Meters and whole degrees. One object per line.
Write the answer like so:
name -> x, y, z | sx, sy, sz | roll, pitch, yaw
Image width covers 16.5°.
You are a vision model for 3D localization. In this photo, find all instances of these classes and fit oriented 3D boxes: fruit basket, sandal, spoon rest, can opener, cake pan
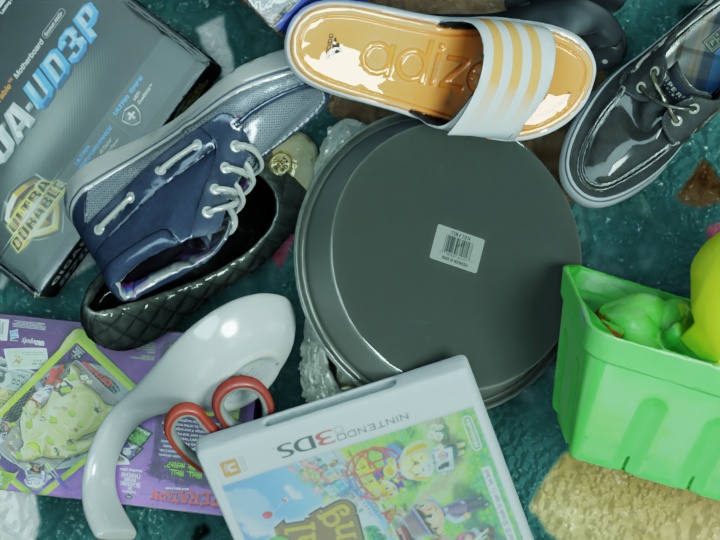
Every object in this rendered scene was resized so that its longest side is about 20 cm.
fruit basket -> 0.230, 0.036, 1.532 | 0.214, 0.156, 0.217 | -1, 109, -3
sandal -> 0.055, -0.120, 1.549 | 0.205, 0.059, 0.080 | 6, 104, -18
spoon rest -> -0.117, 0.086, 1.616 | 0.200, 0.099, 0.061 | -50, 61, 17
can opener -> 0.078, -0.149, 1.637 | 0.199, 0.079, 0.064 | -9, 129, 6
cake pan -> 0.056, -0.008, 1.599 | 0.199, 0.037, 0.202 | 3, 81, -18

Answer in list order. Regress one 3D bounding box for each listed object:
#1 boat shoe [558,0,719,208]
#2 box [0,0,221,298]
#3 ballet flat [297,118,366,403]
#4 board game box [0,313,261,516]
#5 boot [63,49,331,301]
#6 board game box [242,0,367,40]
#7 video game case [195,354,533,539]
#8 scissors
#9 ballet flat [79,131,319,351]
boat shoe -> 0.207, -0.120, 1.594 | 0.200, 0.066, 0.070 | -41, 89, -5
box -> -0.214, -0.107, 1.679 | 0.159, 0.046, 0.200 | 38, 94, 8
ballet flat -> 0.000, 0.000, 1.634 | 0.071, 0.072, 0.202 | 3, 89, 8
board game box -> -0.166, 0.096, 1.675 | 0.199, 0.032, 0.121 | 6, 86, 9
boot -> -0.090, -0.059, 1.606 | 0.199, 0.073, 0.091 | -32, 56, 3
board game box -> -0.081, -0.247, 1.608 | 0.200, 0.159, 0.097 | 45, 93, 7
video game case -> 0.012, 0.165, 1.599 | 0.181, 0.022, 0.201 | -18, 118, 7
scissors -> -0.044, 0.137, 1.613 | 0.073, 0.014, 0.200 | -39, 122, 12
ballet flat -> -0.102, -0.019, 1.645 | 0.200, 0.057, 0.066 | -43, 76, -9
